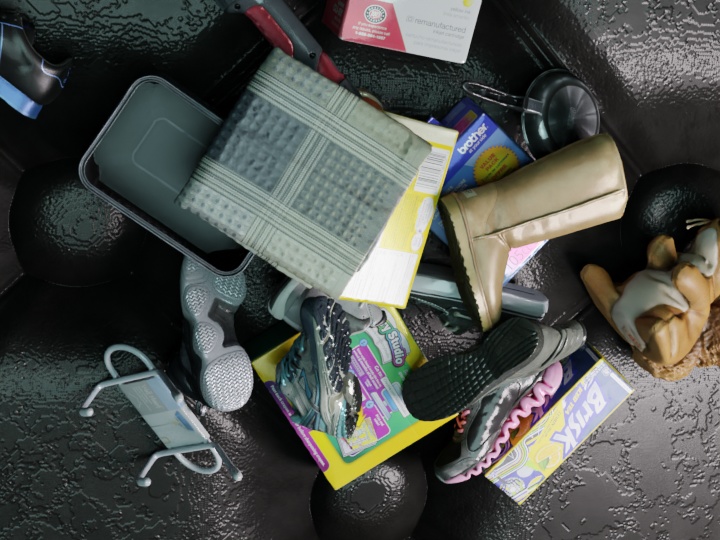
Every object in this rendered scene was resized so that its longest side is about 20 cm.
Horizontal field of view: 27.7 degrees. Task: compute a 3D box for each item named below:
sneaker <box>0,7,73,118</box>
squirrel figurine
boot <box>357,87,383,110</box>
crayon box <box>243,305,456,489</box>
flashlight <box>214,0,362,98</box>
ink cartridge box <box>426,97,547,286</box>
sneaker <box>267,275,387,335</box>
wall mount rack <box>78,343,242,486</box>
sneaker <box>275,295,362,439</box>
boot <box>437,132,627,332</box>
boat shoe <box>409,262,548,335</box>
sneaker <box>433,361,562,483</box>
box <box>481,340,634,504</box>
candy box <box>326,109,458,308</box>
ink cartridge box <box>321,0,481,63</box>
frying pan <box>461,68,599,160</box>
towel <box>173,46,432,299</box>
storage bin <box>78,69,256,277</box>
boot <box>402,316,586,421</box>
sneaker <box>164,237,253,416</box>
[{"bbox_3d":[-0.378,-0.238,1.451,0.200,0.070,0.078,38,94,-30],"label":"sneaker"},{"bbox_3d":[0.394,0.031,1.729,0.187,0.142,0.200,-39,129,-8],"label":"squirrel figurine"},{"bbox_3d":[-0.036,-0.095,1.569,0.075,0.107,0.200,26,104,-23],"label":"boot"},{"bbox_3d":[-0.010,0.126,1.687,0.172,0.058,0.200,-32,114,-2],"label":"crayon box"},{"bbox_3d":[-0.083,-0.233,1.504,0.200,0.068,0.068,49,50,-7],"label":"flashlight"},{"bbox_3d":[0.125,-0.095,1.627,0.200,0.076,0.136,40,97,-22],"label":"ink cartridge box"},{"bbox_3d":[0.000,0.000,1.595,0.115,0.075,0.200,41,100,-6],"label":"sneaker"},{"bbox_3d":[-0.211,0.171,1.608,0.173,0.075,0.200,-13,122,37],"label":"wall mount rack"},{"bbox_3d":[-0.055,0.108,1.571,0.086,0.078,0.200,5,133,14],"label":"sneaker"},{"bbox_3d":[0.197,-0.038,1.590,0.199,0.066,0.176,-19,118,-8],"label":"boot"},{"bbox_3d":[0.119,0.042,1.674,0.199,0.072,0.071,14,104,-14],"label":"boat shoe"},{"bbox_3d":[0.145,0.161,1.738,0.095,0.079,0.200,41,89,-18],"label":"sneaker"},{"bbox_3d":[0.231,0.182,1.767,0.070,0.064,0.200,41,96,-24],"label":"box"},{"bbox_3d":[0.031,-0.062,1.534,0.102,0.026,0.201,11,101,-35],"label":"candy box"},{"bbox_3d":[0.058,-0.331,1.511,0.145,0.083,0.201,9,109,-17],"label":"ink cartridge box"},{"bbox_3d":[0.201,-0.188,1.607,0.190,0.031,0.115,41,68,-30],"label":"frying pan"},{"bbox_3d":[-0.054,-0.095,1.472,0.200,0.035,0.193,32,93,-9],"label":"towel"},{"bbox_3d":[-0.178,-0.101,1.515,0.200,0.094,0.135,35,95,-11],"label":"storage bin"},{"bbox_3d":[0.155,0.115,1.654,0.200,0.068,0.130,-32,159,28],"label":"boot"},{"bbox_3d":[-0.177,0.063,1.612,0.075,0.114,0.201,-2,77,-30],"label":"sneaker"}]
